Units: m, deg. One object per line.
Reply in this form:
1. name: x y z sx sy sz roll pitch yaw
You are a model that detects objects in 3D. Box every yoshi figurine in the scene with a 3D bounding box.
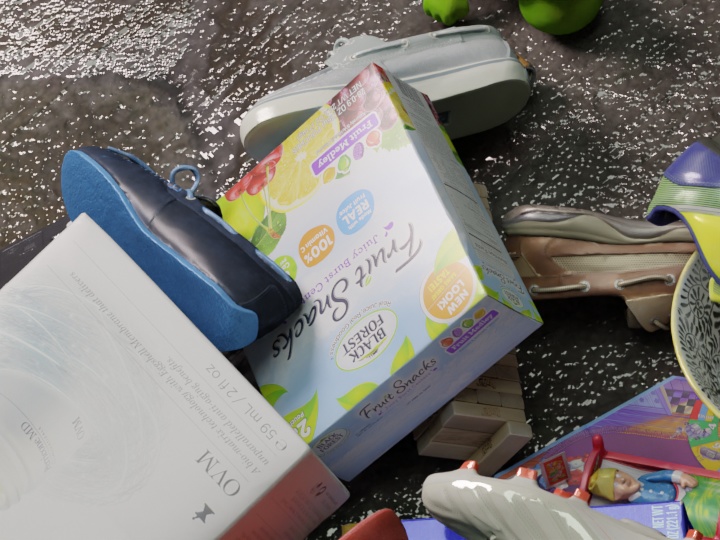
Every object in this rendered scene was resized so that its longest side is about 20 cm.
1. yoshi figurine: 0.103 -0.225 1.592 0.112 0.113 0.200 0 26 -36

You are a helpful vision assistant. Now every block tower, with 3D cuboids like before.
1. block tower: 0.058 0.029 1.415 0.058 0.054 0.200 9 53 -27

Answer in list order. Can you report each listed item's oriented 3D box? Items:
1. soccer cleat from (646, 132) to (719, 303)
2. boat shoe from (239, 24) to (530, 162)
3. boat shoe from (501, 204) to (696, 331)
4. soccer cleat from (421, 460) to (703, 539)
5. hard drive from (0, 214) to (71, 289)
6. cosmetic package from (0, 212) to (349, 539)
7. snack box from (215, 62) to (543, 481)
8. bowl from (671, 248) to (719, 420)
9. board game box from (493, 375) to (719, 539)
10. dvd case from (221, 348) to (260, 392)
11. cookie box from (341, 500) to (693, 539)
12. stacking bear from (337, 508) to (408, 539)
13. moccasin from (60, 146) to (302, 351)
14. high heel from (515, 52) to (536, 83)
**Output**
1. soccer cleat: 0.250 0.002 1.290 0.084 0.065 0.200 -50 60 8
2. boat shoe: 0.011 -0.119 1.468 0.200 0.070 0.072 -12 56 -16
3. boat shoe: 0.187 0.004 1.417 0.200 0.076 0.072 7 88 9
4. soccer cleat: 0.120 0.162 1.201 0.200 0.069 0.078 18 75 16
5. hard drive: -0.220 0.035 1.450 0.140 0.038 0.200 -28 24 3
6. cosmetic package: -0.152 0.115 1.257 0.200 0.123 0.199 -44 69 -5
7. snack box: 0.000 0.000 1.378 0.169 0.068 0.200 -41 52 20
8. bowl: 0.287 0.055 1.328 0.200 0.094 0.201 -4 52 6
9. board game box: 0.172 0.141 1.335 0.200 0.039 0.158 -29 54 -6
10. dvd case: -0.108 0.066 1.473 0.149 0.016 0.200 -41 56 -14
11. cookie box: 0.092 0.225 1.258 0.200 0.075 0.171 -6 68 11
12. stacking bear: 0.045 0.234 1.171 0.114 0.121 0.200 -46 77 3
13. moccasin: -0.114 -0.014 1.392 0.068 0.081 0.200 -21 50 -35
14. high heel: 0.038 -0.084 1.505 0.142 0.071 0.200 -1 49 18
